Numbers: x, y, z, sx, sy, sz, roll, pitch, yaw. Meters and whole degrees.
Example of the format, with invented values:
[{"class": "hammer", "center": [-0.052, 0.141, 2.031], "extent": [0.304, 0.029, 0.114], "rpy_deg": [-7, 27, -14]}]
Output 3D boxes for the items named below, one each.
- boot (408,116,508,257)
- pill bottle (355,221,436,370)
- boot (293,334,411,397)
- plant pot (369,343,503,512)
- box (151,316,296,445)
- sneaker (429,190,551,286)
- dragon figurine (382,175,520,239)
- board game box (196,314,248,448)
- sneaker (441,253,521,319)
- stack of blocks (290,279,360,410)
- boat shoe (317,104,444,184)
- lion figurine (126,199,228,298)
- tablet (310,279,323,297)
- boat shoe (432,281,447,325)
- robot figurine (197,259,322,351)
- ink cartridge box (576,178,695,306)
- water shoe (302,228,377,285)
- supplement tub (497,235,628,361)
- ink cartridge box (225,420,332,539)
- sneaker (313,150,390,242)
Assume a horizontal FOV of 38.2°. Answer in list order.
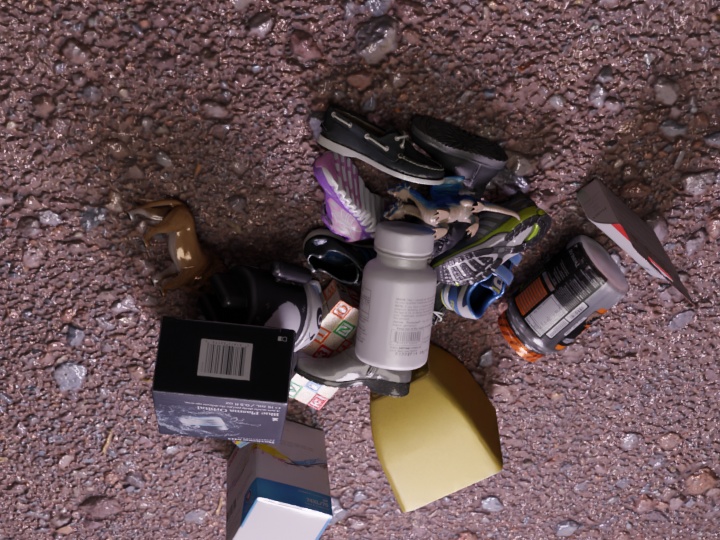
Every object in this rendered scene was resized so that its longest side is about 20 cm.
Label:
[{"class": "boot", "center": [0.109, -0.120, 1.581], "extent": [0.162, 0.066, 0.201], "rpy_deg": [19, 126, -17]}, {"class": "pill bottle", "center": [0.056, 0.035, 1.551], "extent": [0.112, 0.114, 0.204], "rpy_deg": [4, 104, -9]}, {"class": "boot", "center": [-0.003, 0.120, 1.661], "extent": [0.195, 0.068, 0.134], "rpy_deg": [8, 100, 2]}, {"class": "plant pot", "center": [0.110, 0.246, 1.774], "extent": [0.192, 0.196, 0.202], "rpy_deg": [-26, 110, 14]}, {"class": "box", "center": [-0.201, 0.167, 1.537], "extent": [0.192, 0.120, 0.201], "rpy_deg": [6, 154, -5]}, {"class": "sneaker", "center": [0.191, -0.048, 1.586], "extent": [0.197, 0.082, 0.074], "rpy_deg": [-29, 135, 3]}, {"class": "dragon figurine", "center": [0.133, -0.099, 1.515], "extent": [0.196, 0.100, 0.060], "rpy_deg": [-11, 130, -14]}, {"class": "board game box", "center": [-0.222, 0.180, 1.727], "extent": [0.102, 0.106, 0.200], "rpy_deg": [-30, 122, 20]}, {"class": "sneaker", "center": [0.212, -0.008, 1.636], "extent": [0.073, 0.082, 0.202], "rpy_deg": [30, 97, -30]}, {"class": "stack of blocks", "center": [-0.057, 0.126, 1.722], "extent": [0.114, 0.059, 0.201], "rpy_deg": [29, 112, -30]}, {"class": "boat shoe", "center": [0.034, -0.179, 1.487], "extent": [0.196, 0.076, 0.061], "rpy_deg": [20, 109, 5]}, {"class": "lion figurine", "center": [-0.272, -0.039, 1.589], "extent": [0.121, 0.072, 0.203], "rpy_deg": [-26, 123, -22]}, {"class": "tablet", "center": [-0.109, 0.107, 1.750], "extent": [0.127, 0.014, 0.203], "rpy_deg": [-13, 127, 3]}, {"class": "boat shoe", "center": [0.110, 0.065, 1.703], "extent": [0.071, 0.071, 0.200], "rpy_deg": [31, 115, -24]}, {"class": "robot figurine", "center": [-0.150, 0.062, 1.604], "extent": [0.198, 0.128, 0.149], "rpy_deg": [13, 159, -41]}, {"class": "ink cartridge box", "center": [0.418, -0.034, 1.583], "extent": [0.160, 0.202, 0.050], "rpy_deg": [36, 117, -27]}, {"class": "water shoe", "center": [0.000, 0.000, 1.641], "extent": [0.196, 0.080, 0.072], "rpy_deg": [16, 124, -17]}, {"class": "supplement tub", "center": [0.324, 0.049, 1.684], "extent": [0.122, 0.124, 0.200], "rpy_deg": [33, 118, -26]}, {"class": "ink cartridge box", "center": [-0.147, 0.385, 1.832], "extent": [0.144, 0.202, 0.148], "rpy_deg": [18, 123, -20]}, {"class": "sneaker", "center": [-0.028, -0.099, 1.553], "extent": [0.087, 0.082, 0.200], "rpy_deg": [-14, 146, 22]}]
